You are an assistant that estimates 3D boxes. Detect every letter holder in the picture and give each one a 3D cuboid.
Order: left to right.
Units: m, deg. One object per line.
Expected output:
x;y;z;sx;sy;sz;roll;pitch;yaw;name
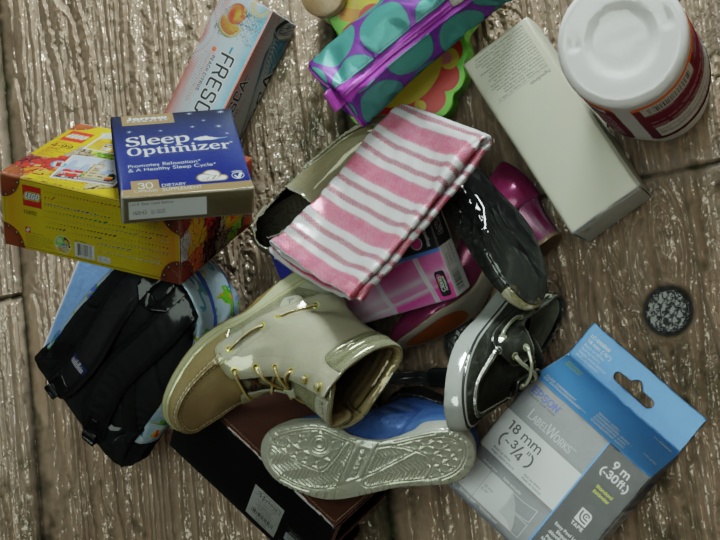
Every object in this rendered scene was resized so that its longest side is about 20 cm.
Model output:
-0.063;0.169;1.527;0.200;0.142;0.101;40;141;16;letter holder

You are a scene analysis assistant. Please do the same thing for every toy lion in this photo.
0.048;-0.242;1.554;0.199;0.069;0.193;-37;80;13;toy lion

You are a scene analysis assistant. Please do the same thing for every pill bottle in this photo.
0.249;-0.180;1.389;0.113;0.200;0.116;-2;83;20;pill bottle

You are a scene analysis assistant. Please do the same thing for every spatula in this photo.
0.050;0.105;1.528;0.197;0.021;0.057;-2;95;18;spatula

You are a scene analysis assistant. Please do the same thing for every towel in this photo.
0.017;-0.068;1.430;0.200;0.030;0.146;-50;37;-10;towel

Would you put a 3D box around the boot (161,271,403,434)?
-0.072;0.100;1.406;0.199;0.072;0.154;-40;44;-11;boot

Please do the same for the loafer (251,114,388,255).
-0.031;-0.075;1.544;0.200;0.068;0.076;-41;93;20;loafer

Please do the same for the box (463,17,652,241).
0.186;-0.133;1.479;0.082;0.068;0.201;-34;74;15;box

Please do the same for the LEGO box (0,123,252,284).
-0.224;-0.068;1.520;0.198;0.149;0.078;12;118;19;LEGO box

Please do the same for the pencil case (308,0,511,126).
0.047;-0.227;1.481;0.200;0.093;0.085;-40;104;11;pencil case

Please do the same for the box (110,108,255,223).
-0.172;-0.108;1.473;0.119;0.201;0.033;-5;120;-10;box

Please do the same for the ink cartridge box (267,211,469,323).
0.000;0.000;1.483;0.198;0.037;0.096;-17;99;34;ink cartridge box

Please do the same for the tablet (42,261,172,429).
-0.237;0.073;1.647;0.198;0.014;0.131;25;93;22;tablet

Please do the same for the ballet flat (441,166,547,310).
0.111;-0.041;1.454;0.201;0.066;0.057;59;140;26;ballet flat

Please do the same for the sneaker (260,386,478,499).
0.012;0.157;1.453;0.197;0.111;0.078;-5;101;9;sneaker

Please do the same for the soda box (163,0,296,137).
-0.146;-0.182;1.611;0.063;0.068;0.202;29;95;19;soda box

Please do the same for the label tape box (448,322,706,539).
0.198;0.167;1.443;0.144;0.063;0.201;41;99;19;label tape box

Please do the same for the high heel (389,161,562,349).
0.092;-0.012;1.504;0.200;0.067;0.096;-40;65;15;high heel

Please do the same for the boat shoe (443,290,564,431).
0.132;0.074;1.416;0.063;0.200;0.071;4;124;26;boat shoe

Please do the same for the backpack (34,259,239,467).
-0.211;0.065;1.560;0.163;0.153;0.201;45;131;19;backpack
